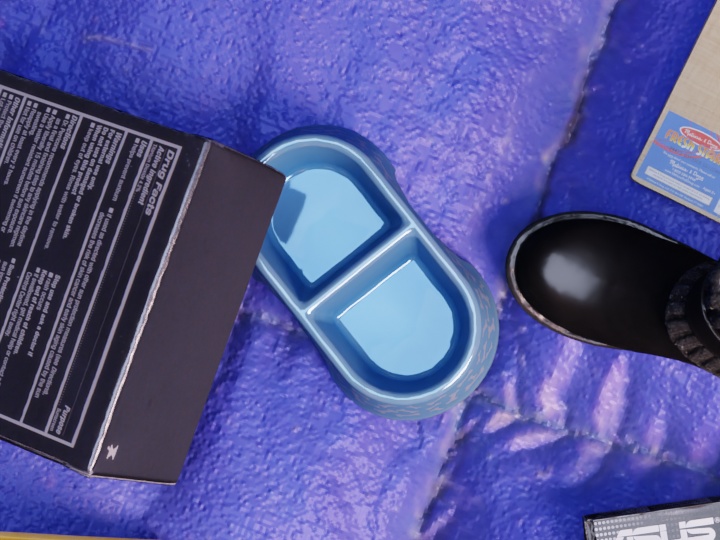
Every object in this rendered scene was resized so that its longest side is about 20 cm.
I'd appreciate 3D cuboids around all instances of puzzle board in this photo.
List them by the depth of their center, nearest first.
[{"bbox_3d":[0.284,-0.079,1.298,0.200,0.017,0.151,26,91,5],"label":"puzzle board"}]

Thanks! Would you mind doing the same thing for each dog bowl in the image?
[{"bbox_3d":[0.000,0.000,1.296,0.111,0.050,0.200,-38,86,1],"label":"dog bowl"}]

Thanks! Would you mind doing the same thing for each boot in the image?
[{"bbox_3d":[0.186,0.016,1.228,0.211,0.158,0.080,16,89,4],"label":"boot"}]

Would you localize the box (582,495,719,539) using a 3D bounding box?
[{"bbox_3d":[0.243,0.227,1.271,0.200,0.048,0.193,-8,90,4],"label":"box"}]

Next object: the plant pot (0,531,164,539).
[{"bbox_3d":[-0.172,0.282,1.211,0.176,0.200,0.200,-44,63,17],"label":"plant pot"}]

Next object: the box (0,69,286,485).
[{"bbox_3d":[-0.178,-0.001,1.250,0.198,0.123,0.200,20,90,23],"label":"box"}]
